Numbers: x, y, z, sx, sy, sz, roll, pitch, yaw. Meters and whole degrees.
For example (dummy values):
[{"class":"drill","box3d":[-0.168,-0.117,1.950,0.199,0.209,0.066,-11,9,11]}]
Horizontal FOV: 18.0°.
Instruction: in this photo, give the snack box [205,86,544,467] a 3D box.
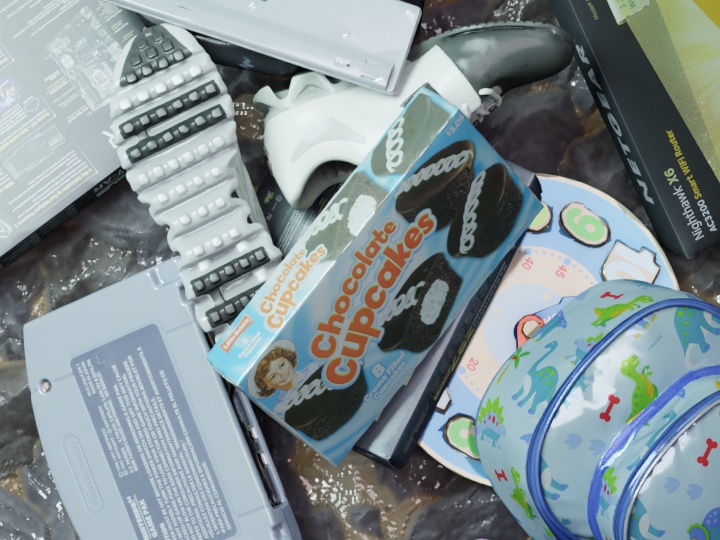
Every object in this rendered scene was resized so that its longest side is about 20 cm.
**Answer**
[{"class":"snack box","box3d":[0.011,0.006,1.311,0.200,0.116,0.037,-51,48,-4]}]

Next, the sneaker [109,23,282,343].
[{"class":"sneaker","box3d":[-0.094,-0.047,1.348,0.075,0.081,0.202,-19,88,1]}]

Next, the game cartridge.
[{"class":"game cartridge","box3d":[-0.126,0.107,1.382,0.132,0.041,0.202,-22,88,17]}]

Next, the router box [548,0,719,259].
[{"class":"router box","box3d":[0.222,-0.133,1.410,0.156,0.052,0.201,-29,106,-5]}]

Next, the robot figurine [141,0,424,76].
[{"class":"robot figurine","box3d":[-0.055,-0.197,1.405,0.198,0.150,0.126,10,106,1]}]

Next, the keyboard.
[{"class":"keyboard","box3d":[-0.066,-0.159,1.334,0.198,0.011,0.057,18,73,2]}]

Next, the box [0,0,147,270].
[{"class":"box","box3d":[-0.222,-0.105,1.426,0.200,0.044,0.161,-38,86,-6]}]

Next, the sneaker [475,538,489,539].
[{"class":"sneaker","box3d":[0.070,0.266,1.381,0.088,0.080,0.202,15,88,-7]}]

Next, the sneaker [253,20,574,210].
[{"class":"sneaker","box3d":[0.039,-0.087,1.355,0.198,0.074,0.089,-17,70,14]}]

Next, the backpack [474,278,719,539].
[{"class":"backpack","box3d":[0.182,0.112,1.334,0.183,0.147,0.200,-45,111,-7]}]

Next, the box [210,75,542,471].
[{"class":"box","box3d":[0.000,0.000,1.402,0.157,0.051,0.201,25,83,16]}]

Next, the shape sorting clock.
[{"class":"shape sorting clock","box3d":[0.106,0.038,1.424,0.198,0.039,0.202,0,83,-3]}]
